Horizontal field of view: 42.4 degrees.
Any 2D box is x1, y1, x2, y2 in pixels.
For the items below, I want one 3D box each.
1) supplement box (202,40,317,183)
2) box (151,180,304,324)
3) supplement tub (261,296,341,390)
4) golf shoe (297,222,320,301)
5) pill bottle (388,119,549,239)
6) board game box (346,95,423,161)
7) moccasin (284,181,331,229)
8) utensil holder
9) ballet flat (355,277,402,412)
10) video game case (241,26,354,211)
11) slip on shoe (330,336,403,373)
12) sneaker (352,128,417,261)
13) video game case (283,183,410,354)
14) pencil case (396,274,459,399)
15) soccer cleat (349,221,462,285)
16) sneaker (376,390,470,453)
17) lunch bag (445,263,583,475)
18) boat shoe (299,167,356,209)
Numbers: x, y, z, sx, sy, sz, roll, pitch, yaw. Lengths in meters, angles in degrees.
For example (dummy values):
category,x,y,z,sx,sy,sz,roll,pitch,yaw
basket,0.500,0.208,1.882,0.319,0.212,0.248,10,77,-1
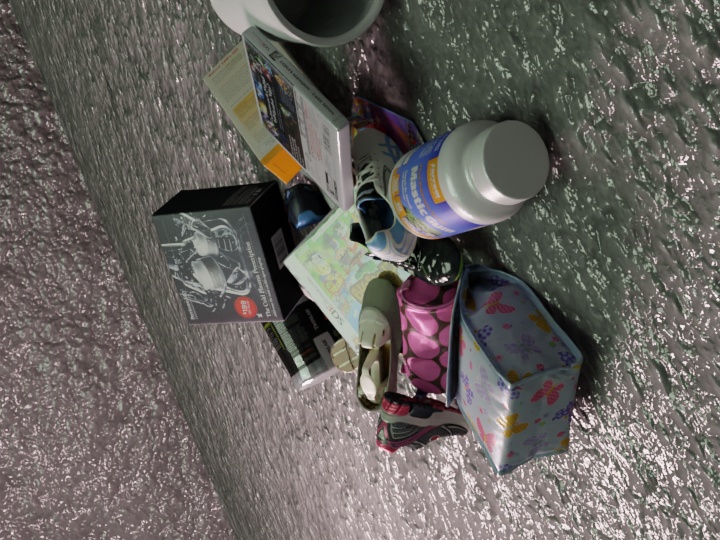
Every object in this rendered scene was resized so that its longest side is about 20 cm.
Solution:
category,x,y,z,sx,sy,sz,roll,pitch,yaw
supplement box,-0.125,-0.244,1.347,0.201,0.126,0.073,55,-170,28
box,-0.205,-0.025,1.476,0.180,0.104,0.202,-3,116,24
supplement tub,-0.108,0.104,1.688,0.201,0.122,0.123,60,156,8
golf shoe,-0.042,0.007,1.433,0.095,0.077,0.201,55,153,23
pill bottle,0.118,-0.102,1.025,0.113,0.111,0.200,66,157,-4
board game box,0.027,-0.142,1.261,0.200,0.039,0.160,37,144,48
moccasin,-0.080,-0.107,1.447,0.200,0.080,0.069,-176,65,-84
utensil holder,-0.083,-0.360,1.125,0.199,0.169,0.172,25,136,59
ballet flat,0.024,0.111,1.316,0.067,0.064,0.203,13,118,26
video game case,-0.074,-0.185,1.164,0.182,0.023,0.200,47,165,19
slip on shoe,0.043,0.100,1.404,0.199,0.060,0.077,-31,86,35
sneaker,0.021,-0.104,1.154,0.072,0.072,0.202,-33,52,27
video game case,0.000,0.000,1.336,0.183,0.022,0.200,50,127,4
pencil case,0.095,0.084,1.257,0.093,0.091,0.201,14,139,19
soccer cleat,0.055,-0.025,1.182,0.199,0.080,0.068,26,112,57
sneaker,0.088,0.223,1.342,0.080,0.199,0.076,19,92,42
lunch bag,0.167,0.114,1.126,0.201,0.126,0.171,-118,19,-45
boat shoe,-0.057,-0.167,1.373,0.201,0.070,0.070,53,153,30
